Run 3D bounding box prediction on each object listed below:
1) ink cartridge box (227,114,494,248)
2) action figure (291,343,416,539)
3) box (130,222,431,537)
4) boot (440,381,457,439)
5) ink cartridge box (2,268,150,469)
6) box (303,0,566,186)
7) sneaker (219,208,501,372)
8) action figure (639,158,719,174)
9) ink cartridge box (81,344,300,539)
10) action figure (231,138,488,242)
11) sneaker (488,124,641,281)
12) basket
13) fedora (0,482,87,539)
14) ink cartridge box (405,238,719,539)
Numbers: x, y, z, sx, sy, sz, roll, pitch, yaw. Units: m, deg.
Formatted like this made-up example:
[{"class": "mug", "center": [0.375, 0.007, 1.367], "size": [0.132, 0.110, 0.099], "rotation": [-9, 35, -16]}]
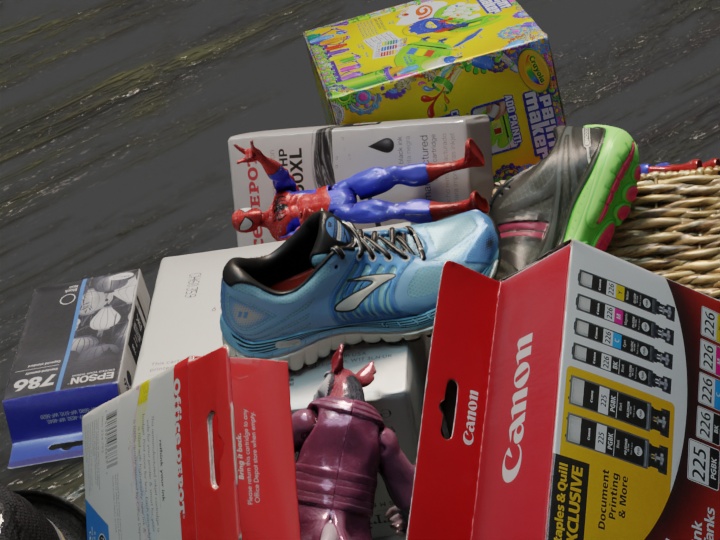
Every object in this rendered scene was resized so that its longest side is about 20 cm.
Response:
[{"class": "ink cartridge box", "center": [0.003, -0.045, 1.296], "size": [0.199, 0.145, 0.084], "rotation": [-3, 6, 18]}, {"class": "action figure", "center": [-0.026, 0.138, 0.978], "size": [0.133, 0.149, 0.201], "rotation": [9, 74, -2]}, {"class": "box", "center": [-0.048, 0.084, 1.161], "size": [0.198, 0.131, 0.200], "rotation": [-8, 36, 9]}, {"class": "boot", "center": [0.151, 0.104, 1.118], "size": [0.199, 0.064, 0.187], "rotation": [-9, 45, 12]}, {"class": "ink cartridge box", "center": [-0.232, 0.076, 1.325], "size": [0.099, 0.039, 0.200], "rotation": [-10, 35, 6]}, {"class": "box", "center": [0.064, -0.157, 1.439], "size": [0.192, 0.122, 0.200], "rotation": [-16, 25, -1]}, {"class": "sneaker", "center": [0.000, 0.000, 1.068], "size": [0.199, 0.090, 0.078], "rotation": [-20, 36, -10]}, {"class": "action figure", "center": [0.196, -0.062, 1.337], "size": [0.199, 0.052, 0.065], "rotation": [-1, 9, 36]}, {"class": "ink cartridge box", "center": [-0.094, 0.120, 0.947], "size": [0.067, 0.117, 0.200], "rotation": [5, -18, -32]}, {"class": "action figure", "center": [-0.015, -0.061, 1.204], "size": [0.199, 0.099, 0.066], "rotation": [-12, 69, 21]}, {"class": "sneaker", "center": [0.124, -0.018, 1.148], "size": [0.084, 0.077, 0.200], "rotation": [24, 72, 34]}, {"class": "basket", "center": [0.204, 0.016, 1.223], "size": [0.199, 0.149, 0.143], "rotation": [-3, 69, 17]}, {"class": "fedora", "center": [-0.271, 0.197, 1.119], "size": [0.200, 0.092, 0.201], "rotation": [-10, 35, 7]}, {"class": "ink cartridge box", "center": [0.130, 0.095, 0.976], "size": [0.084, 0.175, 0.201], "rotation": [-33, 43, 53]}]
